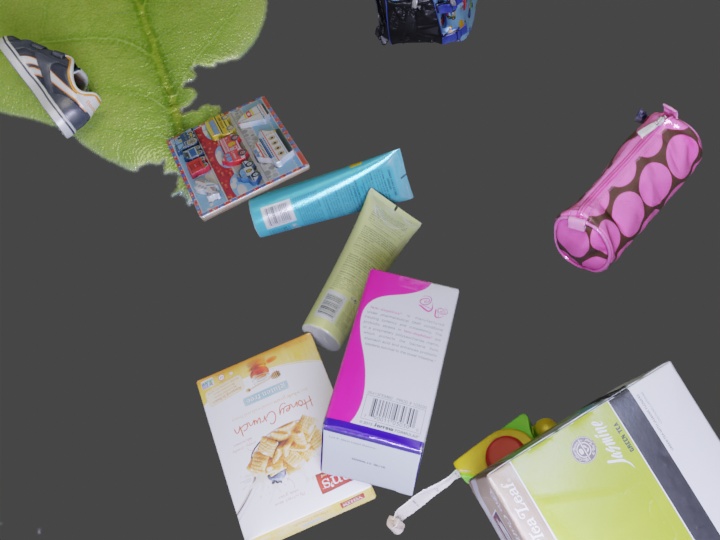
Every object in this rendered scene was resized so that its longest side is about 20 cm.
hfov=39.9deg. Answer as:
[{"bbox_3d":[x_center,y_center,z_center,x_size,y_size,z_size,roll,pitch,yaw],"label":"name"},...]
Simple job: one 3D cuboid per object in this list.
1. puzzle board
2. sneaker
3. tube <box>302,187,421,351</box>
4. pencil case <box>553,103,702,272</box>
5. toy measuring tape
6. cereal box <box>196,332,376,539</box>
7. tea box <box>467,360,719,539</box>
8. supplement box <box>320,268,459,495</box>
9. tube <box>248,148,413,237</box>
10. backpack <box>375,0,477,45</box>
[{"bbox_3d":[-0.165,-0.154,1.291,0.149,0.018,0.201,-27,42,-5],"label":"puzzle board"},{"bbox_3d":[-0.443,-0.279,1.425,0.079,0.079,0.200,-39,69,-8],"label":"sneaker"},{"bbox_3d":[0.000,0.000,1.167,0.051,0.058,0.201,9,59,36],"label":"tube"},{"bbox_3d":[0.303,-0.095,1.134,0.090,0.094,0.200,32,70,28],"label":"pencil case"},{"bbox_3d":[0.121,0.219,0.992,0.199,0.074,0.074,-36,57,-1],"label":"toy measuring tape"},{"bbox_3d":[-0.083,0.181,1.072,0.142,0.040,0.201,-23,56,-4],"label":"cereal box"},{"bbox_3d":[0.232,0.223,0.883,0.195,0.134,0.201,-28,79,-8],"label":"tea box"},{"bbox_3d":[0.032,0.112,1.029,0.100,0.104,0.202,13,53,6],"label":"supplement box"},{"bbox_3d":[-0.037,-0.092,1.222,0.197,0.078,0.051,-15,47,7],"label":"tube"},{"bbox_3d":[0.085,-0.427,1.331,0.133,0.201,0.184,5,58,15],"label":"backpack"}]
